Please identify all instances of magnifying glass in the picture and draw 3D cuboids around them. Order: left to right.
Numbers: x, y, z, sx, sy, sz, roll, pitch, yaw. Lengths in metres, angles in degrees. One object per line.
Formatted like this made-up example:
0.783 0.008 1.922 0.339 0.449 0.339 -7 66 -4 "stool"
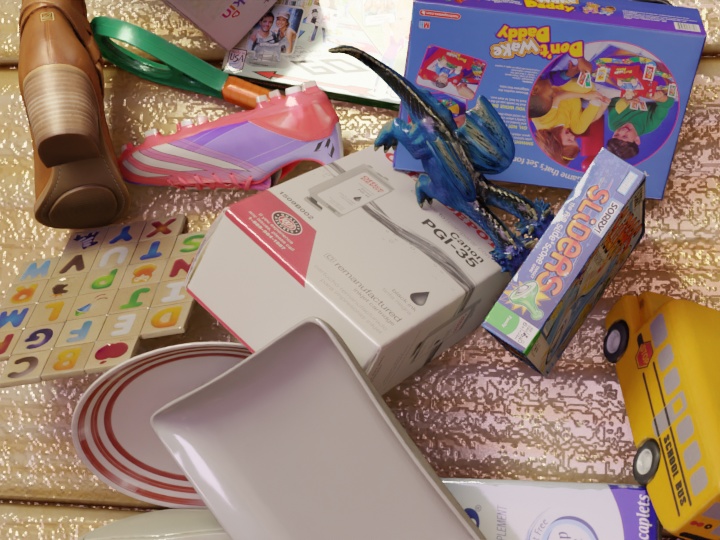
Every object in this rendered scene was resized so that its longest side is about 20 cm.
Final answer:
-0.125 -0.154 1.103 0.200 0.080 0.022 24 78 5 "magnifying glass"

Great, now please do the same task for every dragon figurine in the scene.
0.063 -0.081 0.930 0.059 0.200 0.099 -43 31 -18 "dragon figurine"

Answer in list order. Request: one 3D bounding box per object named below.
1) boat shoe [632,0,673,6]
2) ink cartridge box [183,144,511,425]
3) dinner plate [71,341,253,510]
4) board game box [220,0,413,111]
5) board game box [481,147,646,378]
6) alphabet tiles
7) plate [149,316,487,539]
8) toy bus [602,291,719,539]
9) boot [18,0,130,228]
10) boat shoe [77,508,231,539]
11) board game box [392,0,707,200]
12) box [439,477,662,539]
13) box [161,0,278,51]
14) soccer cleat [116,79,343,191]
0.140 -0.161 1.032 0.200 0.057 0.069 -19 85 -1 "boat shoe"
0.000 0.000 0.973 0.147 0.200 0.083 41 127 15 "ink cartridge box"
-0.107 0.110 1.004 0.200 0.200 0.024 -17 47 9 "dinner plate"
0.000 -0.200 1.100 0.200 0.029 0.135 11 85 14 "board game box"
0.143 0.002 0.947 0.034 0.200 0.135 34 90 14 "board game box"
-0.197 0.018 1.045 0.166 0.200 0.006 -9 122 12 "alphabet tiles"
-0.023 0.139 0.903 0.200 0.032 0.200 -33 94 43 "plate"
0.221 0.090 0.926 0.065 0.078 0.200 17 41 -20 "toy bus"
-0.229 -0.128 1.067 0.077 0.200 0.155 -10 68 -3 "boot"
-0.109 0.210 1.034 0.200 0.075 0.062 -7 102 -2 "boat shoe"
0.129 -0.128 0.988 0.200 0.045 0.135 7 125 -1 "board game box"
0.108 0.239 0.966 0.200 0.105 0.184 -1 80 13 "box"
-0.165 -0.286 1.057 0.097 0.176 0.200 -46 64 7 "box"
-0.104 -0.087 1.074 0.200 0.067 0.077 -15 97 26 "soccer cleat"
